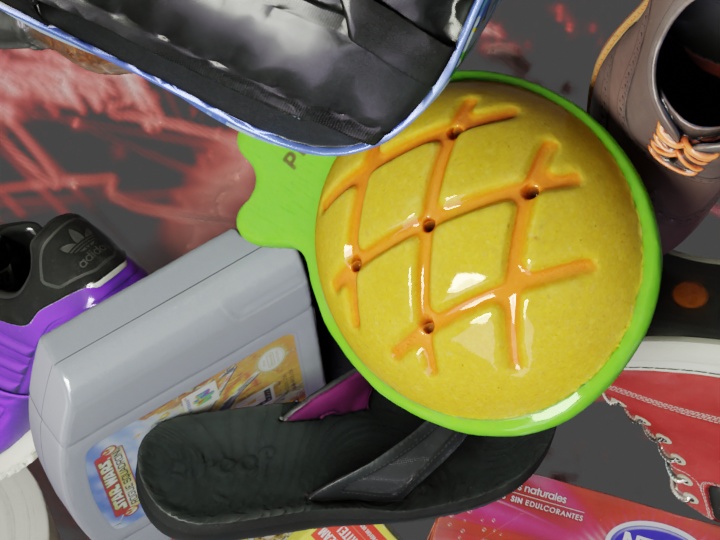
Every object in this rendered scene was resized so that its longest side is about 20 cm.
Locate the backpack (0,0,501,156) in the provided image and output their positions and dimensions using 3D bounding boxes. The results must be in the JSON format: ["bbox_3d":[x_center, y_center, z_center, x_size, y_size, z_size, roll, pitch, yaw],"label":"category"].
[{"bbox_3d":[-0.030,-0.154,0.929,0.199,0.147,0.183,31,119,4],"label":"backpack"}]

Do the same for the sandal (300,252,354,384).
[{"bbox_3d":[0.001,0.000,1.170,0.076,0.043,0.201,3,135,21],"label":"sandal"}]

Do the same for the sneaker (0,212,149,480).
[{"bbox_3d":[-0.155,0.027,1.256,0.100,0.070,0.200,51,144,-2],"label":"sneaker"}]

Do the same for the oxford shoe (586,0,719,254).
[{"bbox_3d":[0.123,-0.065,1.027,0.071,0.073,0.200,18,138,4],"label":"oxford shoe"}]

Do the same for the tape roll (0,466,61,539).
[{"bbox_3d":[-0.237,0.196,1.359,0.202,0.203,0.140,4,136,20],"label":"tape roll"}]

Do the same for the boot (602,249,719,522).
[{"bbox_3d":[0.118,0.053,1.156,0.199,0.073,0.145,12,139,7],"label":"boot"}]

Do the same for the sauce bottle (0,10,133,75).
[{"bbox_3d":[-0.079,-0.111,1.074,0.199,0.066,0.066,2,134,21],"label":"sauce bottle"}]

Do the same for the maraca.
[{"bbox_3d":[0.032,-0.020,1.055,0.200,0.137,0.107,40,-176,27],"label":"maraca"}]

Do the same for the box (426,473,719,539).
[{"bbox_3d":[0.126,0.163,1.224,0.199,0.096,0.100,15,164,9],"label":"box"}]

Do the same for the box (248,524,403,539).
[{"bbox_3d":[-0.063,0.188,1.297,0.200,0.050,0.075,-42,117,-2],"label":"box"}]

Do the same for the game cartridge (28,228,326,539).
[{"bbox_3d":[-0.079,0.061,1.181,0.042,0.133,0.200,51,167,24],"label":"game cartridge"}]

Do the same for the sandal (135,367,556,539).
[{"bbox_3d":[0.002,0.073,1.148,0.200,0.076,0.048,-12,143,-23],"label":"sandal"}]
